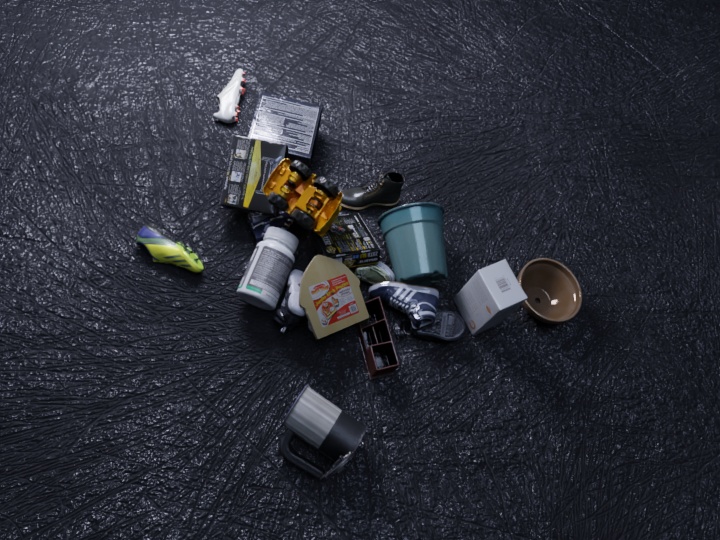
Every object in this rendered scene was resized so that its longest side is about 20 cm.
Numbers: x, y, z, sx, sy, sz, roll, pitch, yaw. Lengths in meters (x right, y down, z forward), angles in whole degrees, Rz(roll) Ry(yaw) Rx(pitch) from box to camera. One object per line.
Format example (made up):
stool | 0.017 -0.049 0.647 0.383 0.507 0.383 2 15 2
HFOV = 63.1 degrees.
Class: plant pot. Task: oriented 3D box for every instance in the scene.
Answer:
plant pot | 0.545 0.073 1.745 0.197 0.093 0.204 5 65 -11
plant pot | 0.160 -0.064 1.673 0.197 0.200 0.199 -5 73 -15

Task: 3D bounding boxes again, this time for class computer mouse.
computer mouse | 0.198 0.149 1.656 0.197 0.053 0.140 14 64 8

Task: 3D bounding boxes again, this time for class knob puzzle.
knob puzzle | -0.083 0.058 1.533 0.217 0.030 0.224 10 72 -32

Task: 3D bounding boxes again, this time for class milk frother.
milk frother | -0.095 0.389 1.387 0.187 0.200 0.182 32 66 4

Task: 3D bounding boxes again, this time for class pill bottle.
pill bottle | -0.243 -0.007 1.572 0.112 0.113 0.203 22 72 -2

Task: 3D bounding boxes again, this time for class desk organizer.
desk organizer | 0.040 0.180 1.584 0.071 0.077 0.203 -9 67 -17

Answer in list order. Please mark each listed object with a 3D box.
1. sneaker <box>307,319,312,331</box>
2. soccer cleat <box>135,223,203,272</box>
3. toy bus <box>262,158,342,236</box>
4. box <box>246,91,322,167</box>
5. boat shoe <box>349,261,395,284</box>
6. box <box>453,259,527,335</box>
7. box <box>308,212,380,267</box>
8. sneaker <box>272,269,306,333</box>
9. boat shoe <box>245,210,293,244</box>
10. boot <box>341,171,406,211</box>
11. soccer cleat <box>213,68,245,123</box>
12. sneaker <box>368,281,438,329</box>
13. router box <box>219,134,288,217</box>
sneaker | -0.096 0.066 1.600 0.077 0.091 0.203 8 62 -7
soccer cleat | -0.514 -0.045 1.583 0.199 0.065 0.084 35 92 0
toy bus | -0.148 -0.187 1.601 0.199 0.192 0.137 34 84 8
box | -0.232 -0.405 1.772 0.197 0.124 0.201 12 63 -5
boat shoe | 0.000 0.000 1.654 0.198 0.073 0.062 23 36 13
box | 0.357 0.078 1.637 0.096 0.201 0.126 -20 71 -21
box | -0.049 -0.085 1.658 0.157 0.050 0.201 -11 39 -16
sneaker | -0.186 0.083 1.579 0.075 0.114 0.201 30 25 -18
boat shoe | -0.224 -0.134 1.682 0.197 0.075 0.094 -13 75 -10
boot | 0.031 -0.247 1.751 0.197 0.139 0.079 -7 67 -15
soccer cleat | -0.408 -0.553 1.835 0.076 0.069 0.203 9 66 -5
sneaker | 0.117 0.097 1.615 0.196 0.070 0.110 5 62 0
router box | -0.294 -0.262 1.633 0.154 0.052 0.204 10 84 1
